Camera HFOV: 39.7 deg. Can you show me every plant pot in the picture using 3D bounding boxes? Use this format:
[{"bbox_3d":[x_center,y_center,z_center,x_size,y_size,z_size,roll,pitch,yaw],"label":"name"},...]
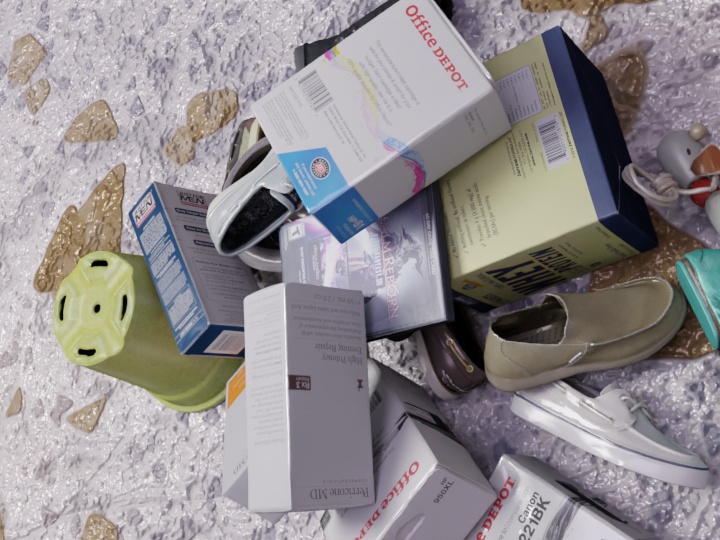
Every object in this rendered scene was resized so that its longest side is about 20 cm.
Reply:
[{"bbox_3d":[-0.254,0.059,1.184,0.199,0.184,0.202,-9,74,31],"label":"plant pot"}]

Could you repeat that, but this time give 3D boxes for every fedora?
[{"bbox_3d":[-0.059,-0.072,1.126,0.198,0.090,0.179,-5,69,27],"label":"fedora"}]

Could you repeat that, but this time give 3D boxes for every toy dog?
[{"bbox_3d":[0.343,-0.072,0.881,0.200,0.131,0.097,46,126,22],"label":"toy dog"}]

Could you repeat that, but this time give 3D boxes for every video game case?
[{"bbox_3d":[0.000,0.000,0.986,0.199,0.019,0.144,-17,71,37],"label":"video game case"}]

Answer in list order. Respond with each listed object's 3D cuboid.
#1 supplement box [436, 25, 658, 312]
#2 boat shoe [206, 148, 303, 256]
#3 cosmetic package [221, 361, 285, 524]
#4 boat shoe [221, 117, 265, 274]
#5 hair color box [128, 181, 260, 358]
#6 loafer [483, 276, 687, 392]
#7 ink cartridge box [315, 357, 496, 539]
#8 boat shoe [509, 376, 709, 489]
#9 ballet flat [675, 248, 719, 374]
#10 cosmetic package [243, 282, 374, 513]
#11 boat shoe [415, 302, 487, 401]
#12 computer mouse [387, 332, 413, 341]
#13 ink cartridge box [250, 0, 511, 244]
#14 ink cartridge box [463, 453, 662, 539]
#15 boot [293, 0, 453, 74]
[{"bbox_3d":[0.156,-0.092,0.988,0.199,0.134,0.202,-23,67,27],"label":"supplement box"},{"bbox_3d":[-0.078,-0.085,1.038,0.200,0.070,0.072,-39,39,16],"label":"boat shoe"},{"bbox_3d":[-0.090,0.157,1.059,0.102,0.071,0.200,-49,22,17],"label":"cosmetic package"},{"bbox_3d":[-0.137,-0.091,1.221,0.066,0.071,0.203,6,84,46],"label":"boat shoe"},{"bbox_3d":[-0.180,0.000,1.123,0.061,0.100,0.201,-43,57,29],"label":"hair color box"},{"bbox_3d":[0.206,0.053,0.928,0.199,0.069,0.076,-22,40,5],"label":"loafer"},{"bbox_3d":[0.027,0.203,0.980,0.145,0.084,0.200,-54,28,10],"label":"ink cartridge box"},{"bbox_3d":[0.233,0.137,0.925,0.199,0.072,0.066,23,96,43],"label":"boat shoe"},{"bbox_3d":[0.341,0.069,0.874,0.070,0.067,0.202,-17,71,9],"label":"ballet flat"},{"bbox_3d":[-0.048,0.119,0.921,0.074,0.101,0.202,-20,70,47],"label":"cosmetic package"},{"bbox_3d":[0.079,0.032,1.042,0.059,0.072,0.201,-32,67,33],"label":"boat shoe"},{"bbox_3d":[0.012,0.003,1.126,0.059,0.034,0.201,-41,53,16],"label":"computer mouse"},{"bbox_3d":[0.020,-0.144,0.933,0.199,0.085,0.145,-34,61,8],"label":"ink cartridge box"},{"bbox_3d":[0.188,0.280,0.906,0.199,0.084,0.145,30,95,35],"label":"ink cartridge box"},{"bbox_3d":[0.022,-0.229,1.157,0.199,0.066,0.166,-19,70,23],"label":"boot"}]
